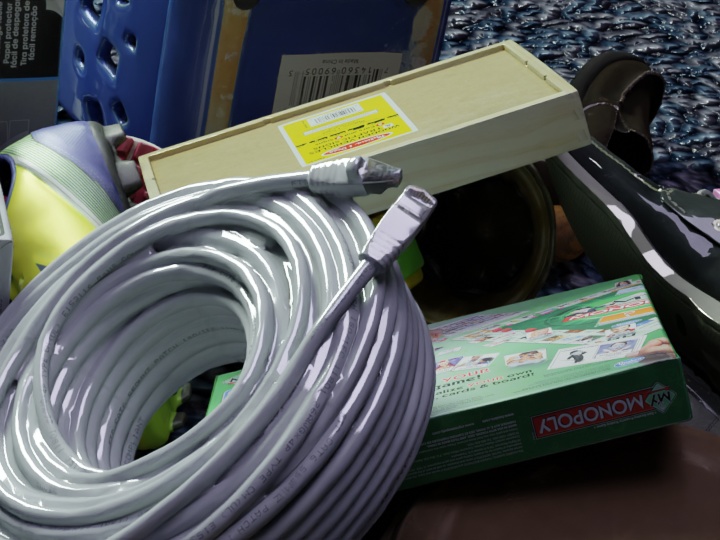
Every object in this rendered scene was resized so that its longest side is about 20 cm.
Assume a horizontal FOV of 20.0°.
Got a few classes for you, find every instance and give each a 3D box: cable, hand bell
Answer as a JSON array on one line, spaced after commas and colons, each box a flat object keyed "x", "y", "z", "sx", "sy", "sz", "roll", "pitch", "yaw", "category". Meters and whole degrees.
[{"x": -0.069, "y": 0.051, "z": 0.781, "sx": 0.200, "sy": 0.069, "sz": 0.200, "roll": 2, "pitch": 53, "yaw": 38, "category": "cable"}, {"x": 0.086, "y": -0.021, "z": 1.099, "sx": 0.104, "sy": 0.104, "sz": 0.200, "roll": 19, "pitch": 9, "yaw": 22, "category": "hand bell"}]

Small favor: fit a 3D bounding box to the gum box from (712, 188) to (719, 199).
[{"x": 0.281, "y": 0.014, "z": 1.098, "sx": 0.113, "sy": 0.066, "sz": 0.200, "roll": -7, "pitch": 29, "yaw": -29, "category": "gum box"}]

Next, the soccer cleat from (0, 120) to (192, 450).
[{"x": -0.131, "y": 0.011, "z": 0.954, "sx": 0.083, "sy": 0.065, "sz": 0.200, "roll": -15, "pitch": 49, "yaw": -5, "category": "soccer cleat"}]

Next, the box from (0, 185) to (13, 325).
[{"x": -0.199, "y": -0.007, "z": 0.925, "sx": 0.060, "sy": 0.117, "sz": 0.200, "roll": 1, "pitch": 24, "yaw": -16, "category": "box"}]

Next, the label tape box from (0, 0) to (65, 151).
[{"x": -0.257, "y": -0.086, "z": 1.046, "sx": 0.199, "sy": 0.144, "sz": 0.066, "roll": -5, "pitch": 27, "yaw": -28, "category": "label tape box"}]

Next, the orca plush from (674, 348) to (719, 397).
[{"x": 0.173, "y": 0.043, "z": 0.993, "sx": 0.199, "sy": 0.071, "sz": 0.105, "roll": 13, "pitch": 24, "yaw": 10, "category": "orca plush"}]

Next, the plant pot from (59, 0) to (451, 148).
[{"x": -0.056, "y": -0.150, "z": 1.205, "sx": 0.199, "sy": 0.200, "sz": 0.180, "roll": -5, "pitch": 34, "yaw": -27, "category": "plant pot"}]

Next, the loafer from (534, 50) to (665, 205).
[{"x": 0.148, "y": -0.073, "z": 1.258, "sx": 0.071, "sy": 0.073, "sz": 0.200, "roll": 24, "pitch": 36, "yaw": 19, "category": "loafer"}]

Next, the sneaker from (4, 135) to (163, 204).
[{"x": -0.093, "y": -0.024, "z": 1.065, "sx": 0.199, "sy": 0.081, "sz": 0.075, "roll": 6, "pitch": -4, "yaw": -6, "category": "sneaker"}]

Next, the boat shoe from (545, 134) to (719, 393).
[{"x": 0.159, "y": -0.004, "z": 0.949, "sx": 0.068, "sy": 0.072, "sz": 0.200, "roll": -34, "pitch": 50, "yaw": -14, "category": "boat shoe"}]

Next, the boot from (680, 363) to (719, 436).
[{"x": 0.110, "y": 0.094, "z": 0.875, "sx": 0.200, "sy": 0.068, "sz": 0.130, "roll": 25, "pitch": 34, "yaw": 35, "category": "boot"}]

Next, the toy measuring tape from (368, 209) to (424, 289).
[{"x": 0.000, "y": 0.000, "z": 0.935, "sx": 0.073, "sy": 0.074, "sz": 0.200, "roll": 5, "pitch": 3, "yaw": -8, "category": "toy measuring tape"}]

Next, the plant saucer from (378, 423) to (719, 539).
[{"x": 0.097, "y": 0.120, "z": 0.782, "sx": 0.199, "sy": 0.030, "sz": 0.200, "roll": -3, "pitch": 36, "yaw": 2, "category": "plant saucer"}]

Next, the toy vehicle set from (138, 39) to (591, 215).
[{"x": -0.003, "y": -0.057, "z": 0.967, "sx": 0.199, "sy": 0.027, "sz": 0.124, "roll": -18, "pitch": 19, "yaw": -4, "category": "toy vehicle set"}]

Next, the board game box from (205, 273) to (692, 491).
[{"x": 0.032, "y": 0.053, "z": 0.862, "sx": 0.199, "sy": 0.029, "sz": 0.135, "roll": -14, "pitch": 13, "yaw": 5, "category": "board game box"}]
